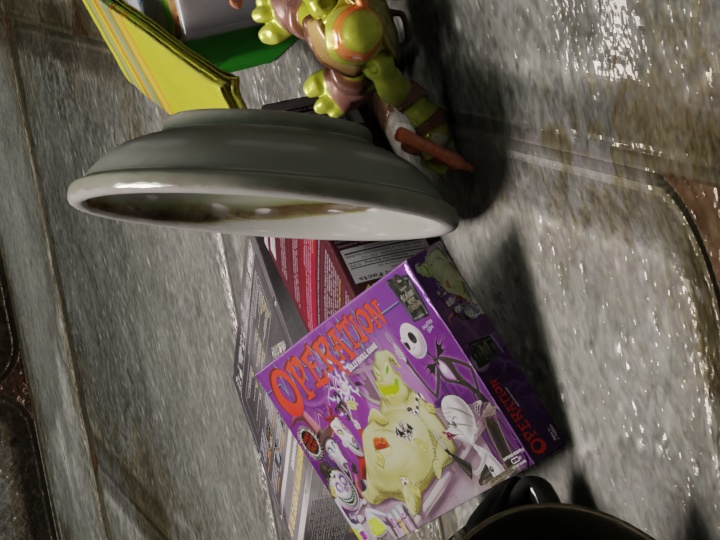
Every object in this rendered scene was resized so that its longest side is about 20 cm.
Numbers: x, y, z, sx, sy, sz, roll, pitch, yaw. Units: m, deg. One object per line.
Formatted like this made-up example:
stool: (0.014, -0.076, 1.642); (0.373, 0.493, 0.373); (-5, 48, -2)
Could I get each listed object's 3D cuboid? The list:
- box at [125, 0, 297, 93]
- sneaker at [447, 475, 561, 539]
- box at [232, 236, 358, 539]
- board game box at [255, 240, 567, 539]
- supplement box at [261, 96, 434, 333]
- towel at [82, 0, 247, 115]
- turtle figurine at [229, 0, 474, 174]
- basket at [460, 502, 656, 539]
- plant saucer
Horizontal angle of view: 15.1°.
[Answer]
box: (-0.098, -0.218, 1.668); (0.200, 0.096, 0.177); (161, 95, -77)
sneaker: (0.077, 0.164, 1.358); (0.076, 0.114, 0.199); (49, -172, 18)
box: (-0.035, 0.077, 1.769); (0.200, 0.048, 0.159); (97, 155, -55)
board game box: (0.022, 0.071, 1.408); (0.120, 0.032, 0.200); (61, 150, 6)
supplement box: (0.000, 0.000, 1.532); (0.200, 0.061, 0.109); (-115, 19, -45)
towel: (-0.105, -0.111, 1.592); (0.200, 0.018, 0.086); (38, 161, 52)
turtle figurine: (-0.016, -0.129, 1.415); (0.200, 0.064, 0.161); (40, 176, -9)
basket: (0.094, 0.223, 1.216); (0.181, 0.136, 0.200); (61, 165, 23)
plant saucer: (-0.048, -0.050, 1.380); (0.200, 0.199, 0.050); (162, 111, -76)
